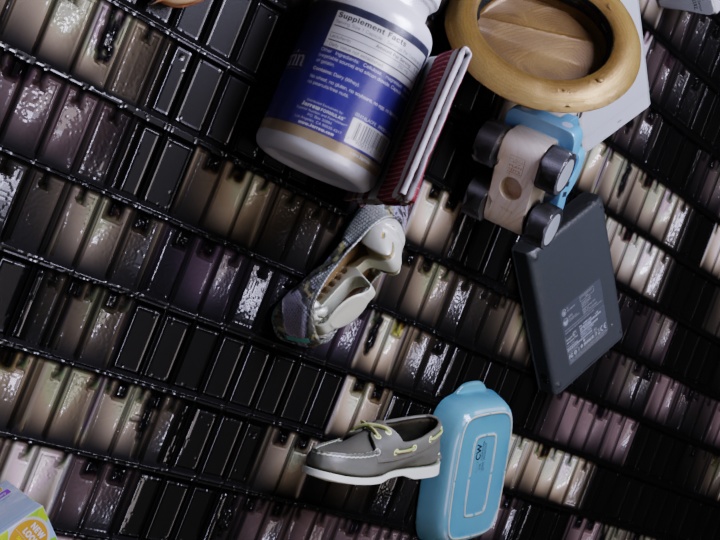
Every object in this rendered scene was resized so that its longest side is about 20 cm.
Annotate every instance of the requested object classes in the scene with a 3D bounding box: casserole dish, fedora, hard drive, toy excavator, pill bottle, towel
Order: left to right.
[{"bbox_3d":[-0.004,-0.180,1.173,0.116,0.116,0.200,28,83,-46],"label":"pill bottle"},{"bbox_3d":[0.042,-0.126,1.193,0.023,0.200,0.144,23,87,-14],"label":"towel"},{"bbox_3d":[0.123,0.226,1.494,0.121,0.039,0.201,-3,105,-45],"label":"casserole dish"},{"bbox_3d":[0.178,-0.222,1.329,0.201,0.201,0.082,-43,167,-26],"label":"fedora"},{"bbox_3d":[0.206,-0.147,1.402,0.200,0.100,0.195,-38,146,-50],"label":"toy excavator"},{"bbox_3d":[0.247,0.027,1.551,0.139,0.033,0.200,-35,126,-31],"label":"hard drive"},{"bbox_3d":[0.270,-0.251,1.485,0.132,0.026,0.200,-35,127,-31],"label":"hard drive"}]

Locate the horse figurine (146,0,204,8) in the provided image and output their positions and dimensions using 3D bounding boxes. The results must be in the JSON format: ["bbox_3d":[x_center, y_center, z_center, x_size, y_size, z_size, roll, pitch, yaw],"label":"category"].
[{"bbox_3d":[-0.085,-0.287,1.104,0.200,0.050,0.133,-12,111,-42],"label":"horse figurine"}]

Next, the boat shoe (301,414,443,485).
[{"bbox_3d":[0.015,0.181,1.350,0.201,0.072,0.060,4,99,-52],"label":"boat shoe"}]

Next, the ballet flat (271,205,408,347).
[{"bbox_3d":[0.000,0.000,1.273,0.200,0.072,0.072,-49,132,-22],"label":"ballet flat"}]

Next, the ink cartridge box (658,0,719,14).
[{"bbox_3d":[0.415,-0.415,1.530,0.200,0.083,0.145,-47,132,-23],"label":"ink cartridge box"}]

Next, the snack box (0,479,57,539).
[{"bbox_3d":[-0.308,0.301,1.072,0.169,0.068,0.200,-34,126,-32],"label":"snack box"}]
